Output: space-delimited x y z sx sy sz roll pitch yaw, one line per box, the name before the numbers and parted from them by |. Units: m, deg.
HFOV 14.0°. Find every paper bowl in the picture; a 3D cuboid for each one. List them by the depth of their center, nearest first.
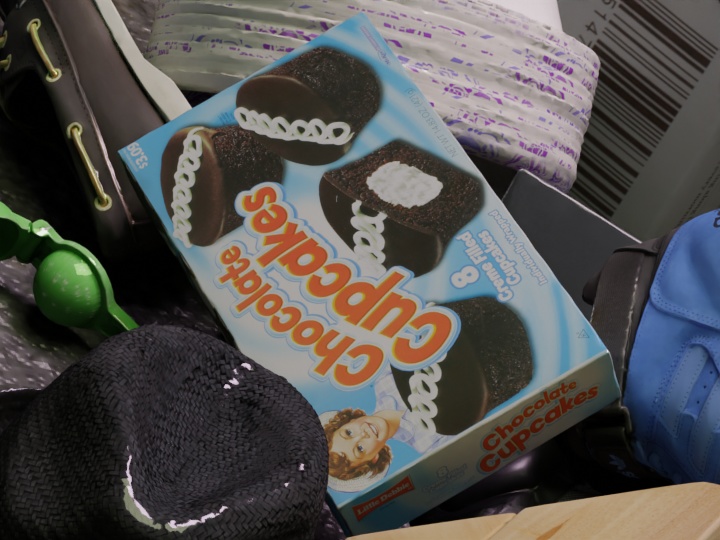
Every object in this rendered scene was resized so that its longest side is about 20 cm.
paper bowl | 0.008 -0.104 1.297 0.199 0.105 0.201 13 -5 1

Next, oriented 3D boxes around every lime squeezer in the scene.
lime squeezer | -0.129 0.007 1.132 0.199 0.038 0.071 24 27 -16

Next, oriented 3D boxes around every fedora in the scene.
fedora | -0.071 0.081 0.999 0.200 0.092 0.201 24 27 -13

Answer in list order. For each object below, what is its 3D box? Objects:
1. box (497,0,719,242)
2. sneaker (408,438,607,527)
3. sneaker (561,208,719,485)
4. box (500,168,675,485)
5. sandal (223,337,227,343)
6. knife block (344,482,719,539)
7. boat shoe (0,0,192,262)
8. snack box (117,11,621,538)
box | 0.129 -0.118 1.437 0.200 0.200 0.171 42 28 21
sneaker | 0.099 0.109 1.149 0.199 0.076 0.114 6 37 -37
sneaker | 0.136 0.077 1.099 0.077 0.111 0.201 19 59 -57
box | 0.131 0.044 1.240 0.199 0.079 0.141 32 -4 3
sandal | -0.006 -0.001 1.257 0.080 0.054 0.200 30 26 -1
knife block | 0.061 0.144 0.956 0.199 0.064 0.176 -7 22 -14
boat shoe | -0.124 -0.081 1.253 0.060 0.072 0.201 -26 49 -14
snack box | 0.000 0.000 1.117 0.200 0.116 0.037 56 -7 36
